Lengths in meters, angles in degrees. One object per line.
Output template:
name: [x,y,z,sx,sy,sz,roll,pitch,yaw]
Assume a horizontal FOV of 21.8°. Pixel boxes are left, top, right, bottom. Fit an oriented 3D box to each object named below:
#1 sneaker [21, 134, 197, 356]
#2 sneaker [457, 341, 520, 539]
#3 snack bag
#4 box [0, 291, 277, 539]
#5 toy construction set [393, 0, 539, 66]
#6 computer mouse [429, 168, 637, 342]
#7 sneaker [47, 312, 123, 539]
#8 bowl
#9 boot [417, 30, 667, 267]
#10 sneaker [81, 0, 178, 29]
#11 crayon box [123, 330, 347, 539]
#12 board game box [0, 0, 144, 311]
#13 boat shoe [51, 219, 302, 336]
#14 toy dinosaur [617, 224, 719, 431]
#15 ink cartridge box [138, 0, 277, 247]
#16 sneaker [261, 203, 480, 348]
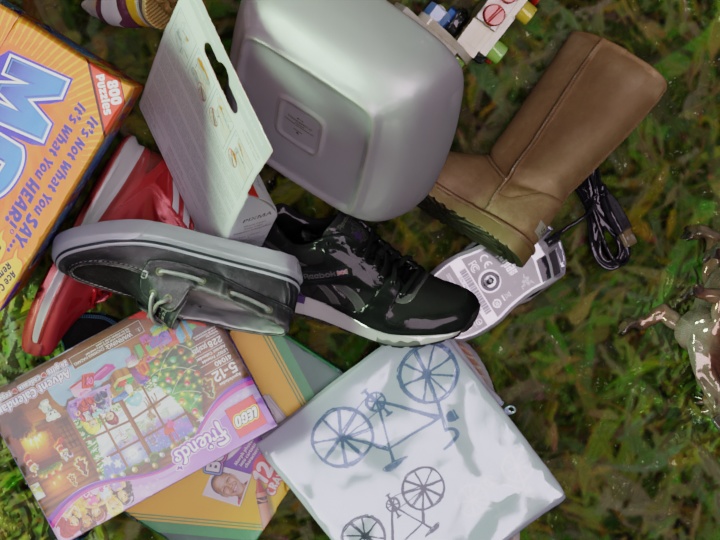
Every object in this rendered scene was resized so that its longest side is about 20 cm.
sneaker: [-0.191,-0.002,1.538,0.115,0.078,0.200,28,81,-9]
sneaker: [0.082,0.159,1.598,0.071,0.080,0.200,-7,75,-15]
snack bag: [0.047,0.163,1.540,0.188,0.021,0.200,-38,84,-8]
box: [-0.186,0.114,1.515,0.200,0.039,0.137,-29,88,-5]
toy construction set: [0.114,-0.227,1.529,0.200,0.131,0.092,-38,97,-1]
computer mouse: [0.133,-0.012,1.597,0.200,0.044,0.110,-31,96,-4]
sneaker: [-0.237,0.133,1.569,0.082,0.073,0.200,14,85,1]
bowl: [-0.026,-0.133,1.476,0.200,0.200,0.075,34,55,13]
boot: [0.131,-0.121,1.575,0.175,0.066,0.200,34,79,16]
sneaker: [-0.167,-0.293,1.527,0.090,0.075,0.200,10,70,31]
crayon box: [-0.105,0.143,1.581,0.119,0.058,0.200,33,91,-8]
board game box: [-0.308,-0.112,1.466,0.200,0.200,0.200,31,93,-7]
boat shoe: [-0.144,0.010,1.466,0.200,0.072,0.071,7,62,-7]
toy dinosaur: [0.318,0.042,1.603,0.135,0.086,0.200,39,75,-18]
ink cartridge box: [-0.108,-0.117,1.465,0.047,0.200,0.160,-18,72,-25]
sneaker: [0.000,0.000,1.526,0.200,0.076,0.088,12,127,16]
